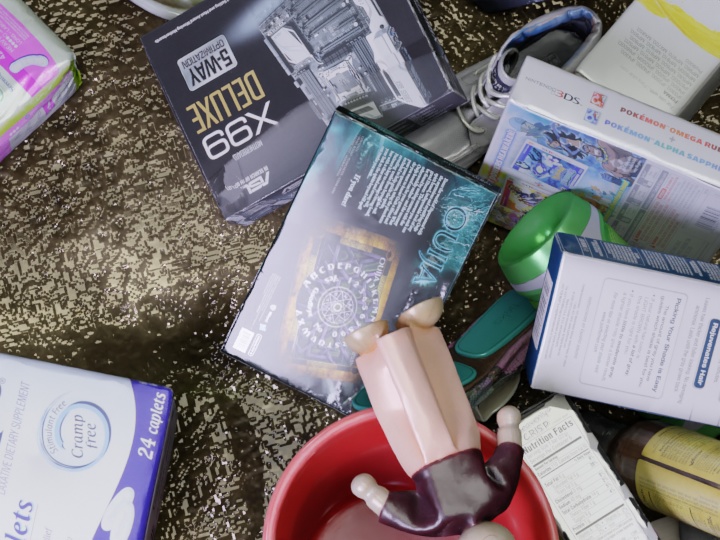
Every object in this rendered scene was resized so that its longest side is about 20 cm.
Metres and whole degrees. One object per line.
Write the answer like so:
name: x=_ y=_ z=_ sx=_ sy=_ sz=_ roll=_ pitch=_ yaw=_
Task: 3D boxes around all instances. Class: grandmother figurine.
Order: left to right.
grandmother figurine: x=0.053 y=0.125 z=1.429 sx=0.121 sy=0.061 sz=0.201 roll=-25 pitch=76 yaw=-1

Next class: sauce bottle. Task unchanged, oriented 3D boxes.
sauce bottle: x=0.222 y=0.140 z=1.558 sx=0.064 sy=0.200 sz=0.065 roll=-10 pitch=108 yaw=-33

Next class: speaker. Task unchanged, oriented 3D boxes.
speaker: x=0.191 y=0.037 z=1.598 sx=0.200 sy=0.088 sz=0.089 roll=44 pitch=75 yaw=-18

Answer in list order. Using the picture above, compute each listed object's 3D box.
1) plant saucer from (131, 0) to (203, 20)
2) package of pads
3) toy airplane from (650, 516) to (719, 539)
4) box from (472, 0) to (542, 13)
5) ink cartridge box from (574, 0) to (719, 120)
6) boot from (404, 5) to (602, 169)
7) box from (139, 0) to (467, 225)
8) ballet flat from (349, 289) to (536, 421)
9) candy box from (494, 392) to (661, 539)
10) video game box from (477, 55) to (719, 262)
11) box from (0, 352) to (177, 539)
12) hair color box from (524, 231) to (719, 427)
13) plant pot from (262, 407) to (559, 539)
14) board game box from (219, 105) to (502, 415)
plant saucer: x=-0.112 y=-0.283 z=1.670 sx=0.199 sy=0.201 sz=0.050 roll=1 pitch=33 yaw=-4
package of pads: x=-0.323 y=-0.132 z=1.647 sx=0.200 sy=0.068 sz=0.155 roll=-43 pitch=81 yaw=-12
toy airplane: x=0.325 y=0.174 z=1.573 sx=0.199 sy=0.141 sz=0.201 roll=33 pitch=84 yaw=18
box: x=0.100 y=-0.302 z=1.622 sx=0.196 sy=0.200 sz=0.118 roll=40 pitch=74 yaw=-19
ink cartridge box: x=0.238 y=-0.170 z=1.657 sx=0.083 sy=0.145 sz=0.200 roll=39 pitch=76 yaw=7
boot: x=0.093 y=-0.134 z=1.662 sx=0.200 sy=0.096 sz=0.074 roll=-36 pitch=80 yaw=-12
box: x=-0.043 y=-0.149 z=1.645 sx=0.199 sy=0.050 sz=0.158 roll=-28 pitch=78 yaw=13
ballet flat: x=0.074 y=0.084 z=1.592 sx=0.069 sy=0.072 sz=0.200 roll=14 pitch=36 yaw=41
candy box: x=0.162 y=0.193 z=1.561 sx=0.061 sy=0.136 sz=0.201 roll=-29 pitch=78 yaw=-11
video game box: x=0.178 y=-0.062 z=1.597 sx=0.181 sy=0.200 sz=0.047 roll=21 pitch=68 yaw=1
box: x=-0.242 y=0.162 z=1.556 sx=0.199 sy=0.105 sz=0.185 roll=10 pitch=74 yaw=-1
hair color box: x=0.220 y=0.046 z=1.518 sx=0.199 sy=0.061 sz=0.101 roll=12 pitch=105 yaw=-3
plant pot: x=0.028 y=0.206 z=1.526 sx=0.199 sy=0.177 sz=0.202 roll=1 pitch=75 yaw=-4
board game box: x=0.000 y=0.000 z=1.607 sx=0.135 sy=0.028 sz=0.201 roll=27 pitch=104 yaw=0
